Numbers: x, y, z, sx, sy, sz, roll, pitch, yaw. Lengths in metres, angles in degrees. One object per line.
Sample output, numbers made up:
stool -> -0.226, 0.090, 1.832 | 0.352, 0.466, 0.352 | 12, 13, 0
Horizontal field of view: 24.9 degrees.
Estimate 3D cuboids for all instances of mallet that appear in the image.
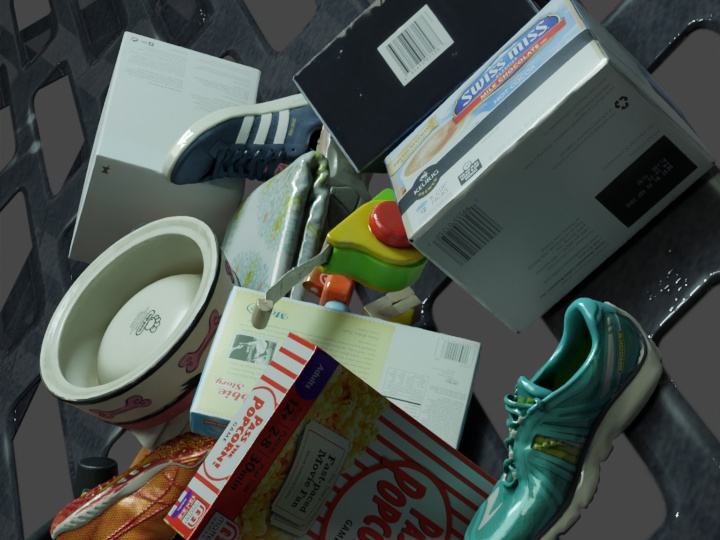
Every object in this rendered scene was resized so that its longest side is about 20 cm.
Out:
mallet -> -0.265, 0.232, 1.463 | 0.041, 0.066, 0.200 | 4, 17, 11

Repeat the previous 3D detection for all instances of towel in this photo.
towel -> -0.087, 0.005, 1.497 | 0.171, 0.048, 0.201 | -24, 50, 61

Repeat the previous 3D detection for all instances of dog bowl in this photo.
dog bowl -> -0.184, 0.052, 1.437 | 0.200, 0.074, 0.201 | -25, 38, 22

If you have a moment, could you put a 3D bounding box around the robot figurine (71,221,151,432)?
robot figurine -> -0.197, 0.055, 1.568 | 0.058, 0.145, 0.201 | 13, 78, 52

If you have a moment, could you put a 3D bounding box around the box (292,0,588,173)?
box -> 0.076, -0.179, 1.364 | 0.200, 0.182, 0.104 | -40, 76, 20

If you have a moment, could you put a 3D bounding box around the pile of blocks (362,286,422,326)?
pile of blocks -> 0.017, 0.105, 1.293 | 0.062, 0.082, 0.200 | 96, -166, -49

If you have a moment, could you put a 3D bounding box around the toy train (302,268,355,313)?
toy train -> -0.051, 0.080, 1.332 | 0.150, 0.055, 0.201 | 107, -177, -59

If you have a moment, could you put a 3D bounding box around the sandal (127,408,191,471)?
sandal -> -0.193, 0.155, 1.457 | 0.207, 0.059, 0.079 | -60, 29, -1

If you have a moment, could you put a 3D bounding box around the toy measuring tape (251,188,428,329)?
toy measuring tape -> 0.000, 0.000, 1.250 | 0.073, 0.074, 0.200 | -18, 17, 45

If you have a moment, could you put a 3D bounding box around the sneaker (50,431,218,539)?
sneaker -> -0.168, 0.196, 1.401 | 0.200, 0.077, 0.073 | -31, 12, 8

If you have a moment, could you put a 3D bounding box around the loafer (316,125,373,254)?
loafer -> -0.019, -0.099, 1.551 | 0.063, 0.072, 0.201 | -30, 38, 47

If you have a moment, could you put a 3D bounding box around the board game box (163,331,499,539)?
board game box -> -0.011, 0.160, 1.111 | 0.152, 0.200, 0.046 | -56, 30, -7

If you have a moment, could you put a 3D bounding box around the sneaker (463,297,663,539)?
sneaker -> 0.122, 0.109, 1.099 | 0.200, 0.080, 0.077 | -59, 30, -10

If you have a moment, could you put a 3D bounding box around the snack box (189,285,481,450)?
snack box -> -0.017, 0.088, 1.230 | 0.037, 0.199, 0.117 | 94, -169, -56

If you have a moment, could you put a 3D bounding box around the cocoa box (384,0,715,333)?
cocoa box -> 0.138, -0.082, 1.233 | 0.200, 0.133, 0.131 | -43, 29, 17

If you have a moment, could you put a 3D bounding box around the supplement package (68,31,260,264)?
supplement package -> -0.202, -0.112, 1.688 | 0.200, 0.151, 0.151 | -87, 16, -46

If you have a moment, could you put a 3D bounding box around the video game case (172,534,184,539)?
video game case -> -0.145, 0.216, 1.425 | 0.182, 0.023, 0.200 | -42, 31, 18

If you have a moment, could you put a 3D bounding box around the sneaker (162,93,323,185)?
sneaker -> -0.094, -0.111, 1.572 | 0.085, 0.200, 0.075 | 51, 143, 22
